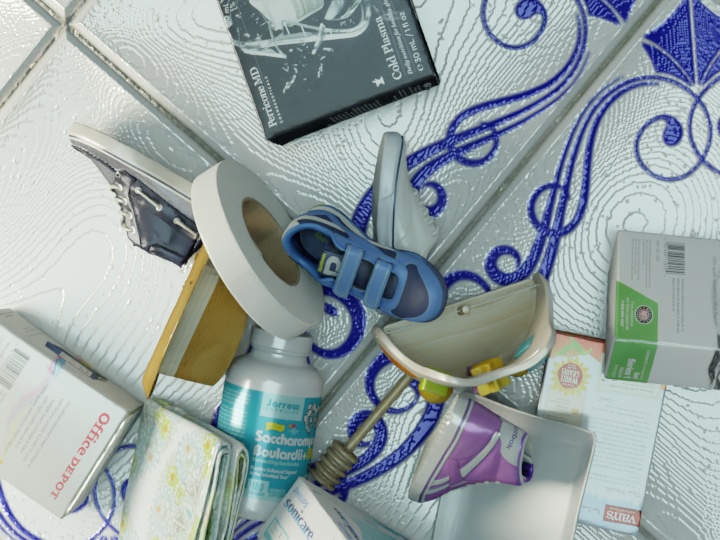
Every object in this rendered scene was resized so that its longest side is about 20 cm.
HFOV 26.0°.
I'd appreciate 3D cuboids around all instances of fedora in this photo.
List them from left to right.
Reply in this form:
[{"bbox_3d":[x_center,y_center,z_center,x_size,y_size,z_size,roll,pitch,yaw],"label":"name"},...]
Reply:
[{"bbox_3d":[-0.165,0.055,1.679,0.081,0.201,0.202,24,94,-5],"label":"fedora"}]

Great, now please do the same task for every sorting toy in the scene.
[{"bbox_3d":[0.128,0.087,1.643,0.198,0.180,0.108,-18,96,-6],"label":"sorting toy"}]

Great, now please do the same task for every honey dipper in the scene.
[{"bbox_3d":[0.018,0.158,1.740,0.038,0.038,0.201,39,92,2],"label":"honey dipper"}]

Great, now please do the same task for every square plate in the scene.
[{"bbox_3d":[0.165,0.249,1.683,0.199,0.028,0.201,14,94,47],"label":"square plate"}]

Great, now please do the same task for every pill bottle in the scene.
[{"bbox_3d":[-0.102,0.165,1.711,0.109,0.111,0.203,10,93,4],"label":"pill bottle"}]

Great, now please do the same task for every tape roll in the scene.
[{"bbox_3d":[-0.107,-0.022,1.661,0.037,0.203,0.204,-30,90,15],"label":"tape roll"}]

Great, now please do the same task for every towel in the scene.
[{"bbox_3d":[-0.195,0.245,1.694,0.048,0.199,0.173,12,93,-36],"label":"towel"}]

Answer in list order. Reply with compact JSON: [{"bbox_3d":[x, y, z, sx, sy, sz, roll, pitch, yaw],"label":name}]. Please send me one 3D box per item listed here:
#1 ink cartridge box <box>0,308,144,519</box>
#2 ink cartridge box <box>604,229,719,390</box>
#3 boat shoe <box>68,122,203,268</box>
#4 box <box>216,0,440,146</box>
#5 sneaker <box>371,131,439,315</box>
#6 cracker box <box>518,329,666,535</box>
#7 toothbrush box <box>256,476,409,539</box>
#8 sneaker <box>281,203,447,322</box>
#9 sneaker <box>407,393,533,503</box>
[{"bbox_3d":[-0.364,0.158,1.743,0.199,0.087,0.146,34,94,4],"label":"ink cartridge box"},{"bbox_3d":[0.363,0.045,1.653,0.197,0.085,0.147,6,54,4],"label":"ink cartridge box"},{"bbox_3d":[-0.252,-0.081,1.731,0.199,0.075,0.093,29,88,3],"label":"boat shoe"},{"bbox_3d":[-0.038,-0.264,1.688,0.195,0.124,0.202,-20,90,7],"label":"box"},{"bbox_3d":[0.050,-0.052,1.720,0.070,0.073,0.203,-1,100,-5],"label":"sneaker"},{"bbox_3d":[0.255,0.176,1.711,0.132,0.058,0.203,11,92,5],"label":"cracker box"},{"bbox_3d":[0.007,0.322,1.650,0.199,0.146,0.086,36,94,-31],"label":"toothbrush box"},{"bbox_3d":[0.000,0.000,1.658,0.199,0.082,0.075,28,111,22],"label":"sneaker"},{"bbox_3d":[0.120,0.213,1.665,0.113,0.201,0.073,24,60,-2],"label":"sneaker"}]
